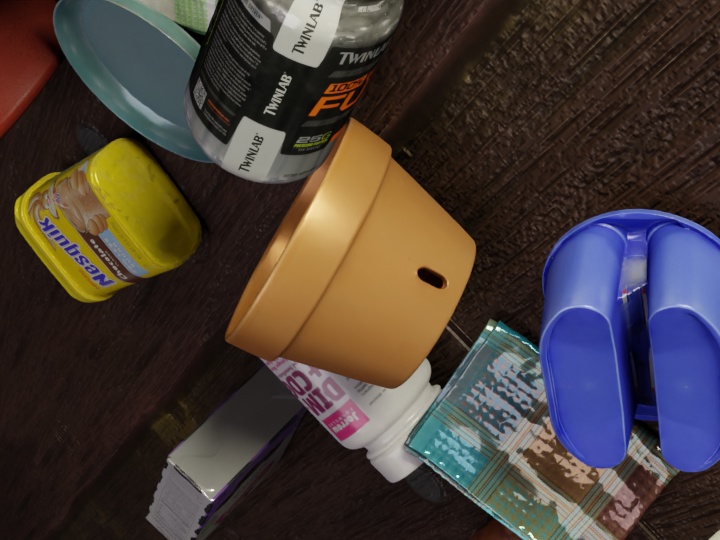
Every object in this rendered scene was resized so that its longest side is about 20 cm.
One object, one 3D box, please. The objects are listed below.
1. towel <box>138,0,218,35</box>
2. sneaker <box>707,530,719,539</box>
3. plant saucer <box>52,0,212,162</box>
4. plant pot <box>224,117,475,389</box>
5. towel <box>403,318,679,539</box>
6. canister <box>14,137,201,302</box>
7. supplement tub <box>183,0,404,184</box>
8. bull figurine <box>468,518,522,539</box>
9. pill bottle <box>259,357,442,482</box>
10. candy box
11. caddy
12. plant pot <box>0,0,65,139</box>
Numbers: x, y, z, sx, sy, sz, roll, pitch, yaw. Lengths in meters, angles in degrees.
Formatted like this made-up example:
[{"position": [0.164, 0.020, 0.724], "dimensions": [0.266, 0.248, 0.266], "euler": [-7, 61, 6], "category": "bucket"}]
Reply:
[{"position": [-0.126, -0.247, 0.977], "dimensions": [0.199, 0.031, 0.150], "euler": [22, 142, 31], "category": "towel"}, {"position": [0.329, 0.297, 1.046], "dimensions": [0.087, 0.075, 0.202], "euler": [33, 146, 46], "category": "sneaker"}, {"position": [-0.184, -0.175, 1.094], "dimensions": [0.199, 0.028, 0.201], "euler": [28, 155, 14], "category": "plant saucer"}, {"position": [0.000, 0.000, 0.981], "dimensions": [0.139, 0.201, 0.200], "euler": [29, 148, -8], "category": "plant pot"}, {"position": [0.151, 0.154, 1.042], "dimensions": [0.199, 0.022, 0.147], "euler": [37, 109, 11], "category": "towel"}, {"position": [-0.268, -0.051, 1.304], "dimensions": [0.199, 0.087, 0.149], "euler": [-16, 114, 53], "category": "canister"}, {"position": [-0.045, -0.167, 0.875], "dimensions": [0.122, 0.122, 0.201], "euler": [40, 138, 7], "category": "supplement tub"}, {"position": [0.142, 0.285, 1.196], "dimensions": [0.064, 0.122, 0.201], "euler": [11, 141, -13], "category": "bull figurine"}, {"position": [-0.006, 0.090, 1.138], "dimensions": [0.200, 0.113, 0.113], "euler": [46, 148, -2], "category": "pill bottle"}, {"position": [-0.149, 0.212, 1.382], "dimensions": [0.071, 0.168, 0.200], "euler": [41, 148, 9], "category": "candy box"}, {"position": [0.201, 0.050, 0.876], "dimensions": [0.140, 0.106, 0.201], "euler": [-1, 130, 18], "category": "caddy"}, {"position": [-0.395, -0.222, 1.171], "dimensions": [0.199, 0.176, 0.201], "euler": [-5, 123, 49], "category": "plant pot"}]
